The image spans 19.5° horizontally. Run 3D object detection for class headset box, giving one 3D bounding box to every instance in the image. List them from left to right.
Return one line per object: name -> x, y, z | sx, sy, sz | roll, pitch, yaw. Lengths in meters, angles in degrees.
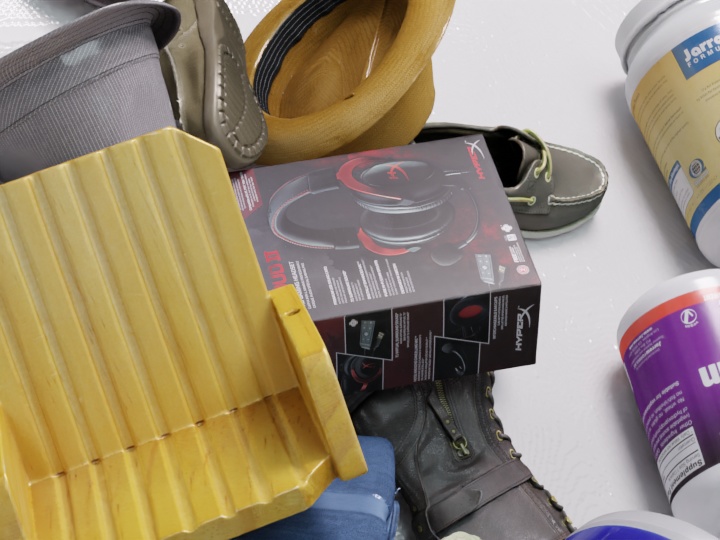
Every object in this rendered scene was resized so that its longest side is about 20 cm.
headset box -> 0.000, 0.000, 1.332 | 0.198, 0.075, 0.149 | -8, 44, -8

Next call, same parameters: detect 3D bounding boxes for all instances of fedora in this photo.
fedora -> -0.173, -0.087, 1.285 | 0.176, 0.200, 0.091 | -28, 91, -11
fedora -> -0.004, -0.132, 1.454 | 0.082, 0.199, 0.202 | 53, 34, -38

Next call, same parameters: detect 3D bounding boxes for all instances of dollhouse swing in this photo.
dollhouse swing -> -0.125, 0.040, 1.150 | 0.198, 0.177, 0.182 | -19, 21, -5

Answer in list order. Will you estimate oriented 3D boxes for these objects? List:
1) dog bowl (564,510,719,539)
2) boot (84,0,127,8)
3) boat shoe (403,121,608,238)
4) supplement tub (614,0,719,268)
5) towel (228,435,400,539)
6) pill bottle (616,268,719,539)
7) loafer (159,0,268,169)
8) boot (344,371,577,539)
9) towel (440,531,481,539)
dog bowl -> 0.168, 0.246, 1.215 | 0.079, 0.200, 0.201 | -29, 74, -40
boot -> -0.225, -0.279, 1.491 | 0.198, 0.069, 0.189 | 24, 55, -4
boat shoe -> 0.102, -0.069, 1.512 | 0.200, 0.060, 0.073 | 1, 56, -30
supplement tub -> 0.289, -0.117, 1.602 | 0.144, 0.145, 0.201 | -5, 59, -34
towel -> -0.036, 0.149, 1.203 | 0.110, 0.049, 0.200 | 5, 17, 4
pill bottle -> 0.252, 0.107, 1.432 | 0.112, 0.113, 0.201 | 3, 55, -29
loafer -> -0.109, -0.123, 1.402 | 0.076, 0.067, 0.201 | 58, 12, -32
boot -> 0.082, 0.112, 1.364 | 0.199, 0.069, 0.174 | -32, 77, -32
towel -> 0.040, 0.234, 1.127 | 0.148, 0.037, 0.200 | 30, 56, 35
